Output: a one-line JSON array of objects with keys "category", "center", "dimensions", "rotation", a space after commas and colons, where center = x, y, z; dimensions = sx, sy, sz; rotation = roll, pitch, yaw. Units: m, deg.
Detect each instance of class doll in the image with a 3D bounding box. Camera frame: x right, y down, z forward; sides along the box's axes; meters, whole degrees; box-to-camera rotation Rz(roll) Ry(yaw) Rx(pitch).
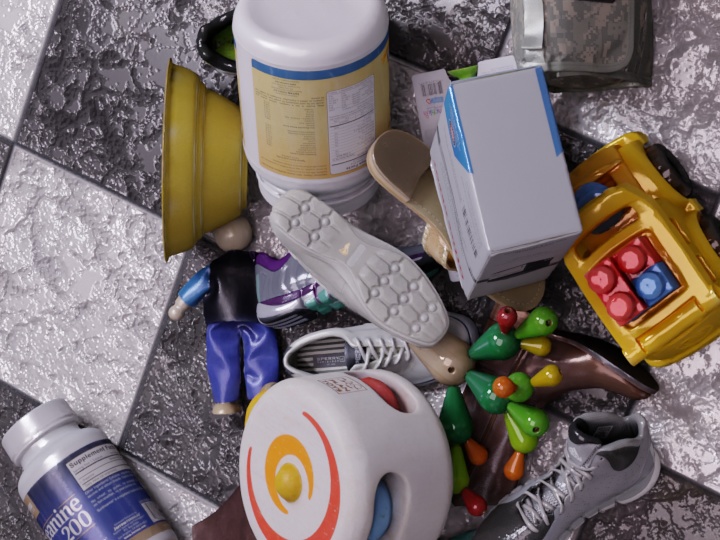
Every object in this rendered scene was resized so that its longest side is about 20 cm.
[{"category": "doll", "center": [-0.129, 0.044, 1.685], "dimensions": [0.135, 0.048, 0.203], "rotation": [-2, 90, 8]}]

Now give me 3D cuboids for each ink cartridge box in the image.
[{"category": "ink cartridge box", "center": [0.120, -0.070, 1.408], "dimensions": [0.083, 0.200, 0.147], "rotation": [-13, 80, -5]}]

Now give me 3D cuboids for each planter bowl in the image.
[{"category": "planter bowl", "center": [-0.152, -0.108, 1.641], "dimensions": [0.082, 0.200, 0.203], "rotation": [1, 93, -4]}]

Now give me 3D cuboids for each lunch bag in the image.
[{"category": "lunch bag", "center": [0.188, -0.246, 1.449], "dimensions": [0.116, 0.200, 0.166], "rotation": [-1, 91, 24]}]

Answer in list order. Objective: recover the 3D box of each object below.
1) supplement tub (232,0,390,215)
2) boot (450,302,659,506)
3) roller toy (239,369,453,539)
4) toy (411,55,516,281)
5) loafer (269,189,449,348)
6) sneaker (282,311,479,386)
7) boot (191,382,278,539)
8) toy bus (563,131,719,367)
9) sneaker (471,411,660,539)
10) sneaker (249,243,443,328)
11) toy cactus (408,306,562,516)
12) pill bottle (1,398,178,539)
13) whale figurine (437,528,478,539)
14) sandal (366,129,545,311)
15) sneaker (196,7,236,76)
[{"category": "supplement tub", "center": [-0.043, -0.165, 1.548], "dimensions": [0.143, 0.145, 0.202], "rotation": [20, 136, 22]}, {"category": "boot", "center": [0.167, 0.150, 1.552], "dimensions": [0.185, 0.064, 0.202], "rotation": [28, 102, 29]}, {"category": "roller toy", "center": [-0.020, 0.183, 1.495], "dimensions": [0.182, 0.139, 0.202], "rotation": [-35, 66, 45]}, {"category": "toy", "center": [0.123, -0.097, 1.563], "dimensions": [0.114, 0.047, 0.202], "rotation": [-7, 102, 34]}, {"category": "loafer", "center": [0.000, 0.000, 1.529], "dimensions": [0.200, 0.070, 0.070], "rotation": [42, 80, 8]}, {"category": "sneaker", "center": [0.018, 0.084, 1.611], "dimensions": [0.198, 0.071, 0.074], "rotation": [-13, 87, 22]}, {"category": "boot", "center": [-0.115, 0.229, 1.643], "dimensions": [0.165, 0.072, 0.202], "rotation": [-27, 67, 35]}, {"category": "toy bus", "center": [0.234, -0.017, 1.444], "dimensions": [0.135, 0.191, 0.201], "rotation": [-38, 76, 22]}, {"category": "sneaker", "center": [0.177, 0.185, 1.479], "dimensions": [0.199, 0.116, 0.075], "rotation": [-31, 51, -12]}, {"category": "sneaker", "center": [-0.018, -0.012, 1.618], "dimensions": [0.198, 0.074, 0.089], "rotation": [-18, 74, 13]}, {"category": "toy cactus", "center": [0.102, 0.107, 1.514], "dimensions": [0.165, 0.102, 0.202], "rotation": [38, 120, 34]}, {"category": "pill bottle", "center": [-0.290, 0.238, 1.735], "dimensions": [0.111, 0.111, 0.201], "rotation": [-43, 75, 20]}, {"category": "whale figurine", "center": [0.090, 0.299, 1.579], "dimensions": [0.198, 0.104, 0.160], "rotation": [0, 130, 40]}, {"category": "sandal", "center": [0.085, -0.042, 1.543], "dimensions": [0.212, 0.070, 0.078], "rotation": [44, 69, -2]}, {"category": "sneaker", "center": [-0.078, -0.229, 1.631], "dimensions": [0.198, 0.087, 0.075], "rotation": [-3, 91, 24]}]
